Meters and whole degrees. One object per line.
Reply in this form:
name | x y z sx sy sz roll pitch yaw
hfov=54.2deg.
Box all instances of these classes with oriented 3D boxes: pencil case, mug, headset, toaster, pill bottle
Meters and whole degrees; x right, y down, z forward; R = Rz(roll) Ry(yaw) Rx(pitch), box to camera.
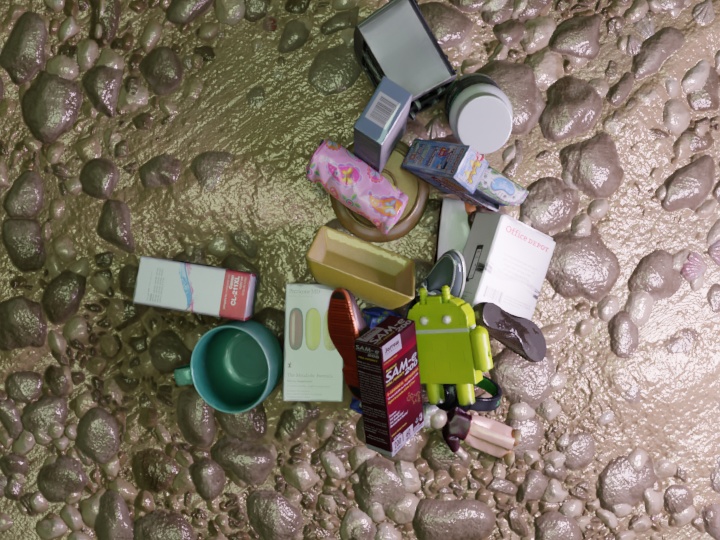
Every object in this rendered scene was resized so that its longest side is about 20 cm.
pencil case | 0.027 0.171 1.298 0.076 0.086 0.207 7 87 22
mug | -0.228 0.160 1.266 0.181 0.114 0.156 23 99 10
headset | 0.160 0.220 1.294 0.194 0.123 0.097 16 106 10
toaster | 0.075 -0.383 1.264 0.117 0.181 0.203 -31 91 -2
pencil case | -0.009 -0.154 1.280 0.197 0.087 0.089 34 88 -1
pill bottle | 0.209 -0.279 1.247 0.109 0.201 0.116 1 113 3

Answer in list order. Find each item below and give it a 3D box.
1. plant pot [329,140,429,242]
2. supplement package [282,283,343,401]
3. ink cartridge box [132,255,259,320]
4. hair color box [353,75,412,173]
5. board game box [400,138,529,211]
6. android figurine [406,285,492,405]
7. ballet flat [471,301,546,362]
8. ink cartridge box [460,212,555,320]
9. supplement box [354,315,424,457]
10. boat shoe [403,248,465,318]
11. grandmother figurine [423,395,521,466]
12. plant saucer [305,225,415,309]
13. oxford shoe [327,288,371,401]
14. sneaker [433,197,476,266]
plant pot | 0.037 -0.157 1.335 0.193 0.027 0.207 0 90 -3
supplement package | -0.084 0.127 1.281 0.110 0.110 0.207 1 89 -3
ink cartridge box | -0.287 0.031 1.255 0.194 0.146 0.086 10 89 -3
hair color box | 0.036 -0.245 1.222 0.060 0.200 0.101 31 85 4
board game box | 0.188 -0.163 1.240 0.196 0.200 0.063 29 91 -12
android figurine | 0.141 0.128 1.202 0.178 0.041 0.207 -3 98 37
ballet flat | 0.260 0.109 1.239 0.197 0.046 0.069 28 64 -34
ink cartridge box | 0.255 0.014 1.290 0.143 0.084 0.205 21 86 -28
supplement box | 0.051 0.194 1.189 0.060 0.108 0.206 8 115 36
boat shoe | 0.126 0.054 1.256 0.073 0.061 0.204 45 125 33
grandmother figurine | 0.200 0.293 1.318 0.195 0.061 0.125 19 81 -5
plant saucer | 0.000 0.000 1.257 0.195 0.201 0.050 20 110 -2
oxford shoe | -0.003 0.119 1.214 0.072 0.070 0.206 -28 114 -39
sneaker | 0.181 -0.031 1.315 0.082 0.073 0.207 7 87 0
